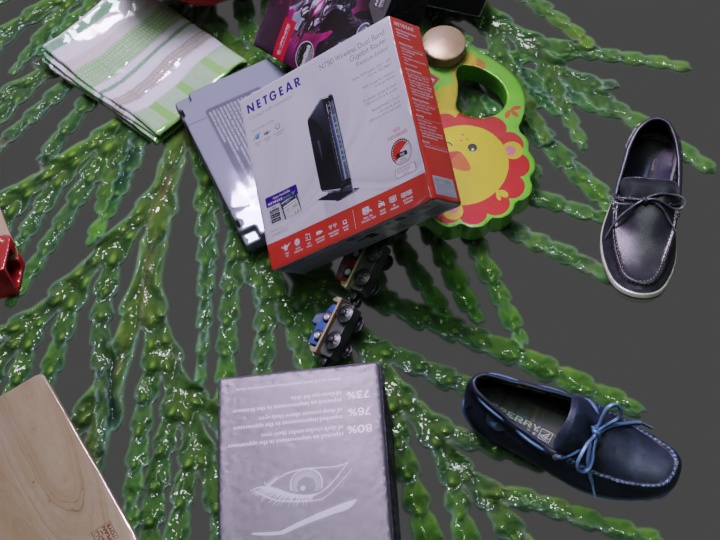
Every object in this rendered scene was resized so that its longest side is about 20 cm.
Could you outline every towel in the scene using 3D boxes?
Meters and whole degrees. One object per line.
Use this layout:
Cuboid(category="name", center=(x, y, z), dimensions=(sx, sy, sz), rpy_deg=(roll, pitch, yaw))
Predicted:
Cuboid(category="towel", center=(-0.245, -0.240, 1.412), dimensions=(0.200, 0.031, 0.149), rpy_deg=(35, 70, 25))

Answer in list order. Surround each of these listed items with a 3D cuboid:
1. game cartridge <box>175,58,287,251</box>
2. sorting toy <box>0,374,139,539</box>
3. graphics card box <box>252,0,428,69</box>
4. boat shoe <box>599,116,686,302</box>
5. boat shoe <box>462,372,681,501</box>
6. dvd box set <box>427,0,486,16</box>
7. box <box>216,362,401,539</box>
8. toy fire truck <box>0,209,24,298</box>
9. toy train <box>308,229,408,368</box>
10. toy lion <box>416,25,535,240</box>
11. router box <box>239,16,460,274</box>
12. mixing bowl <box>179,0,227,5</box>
Cuboid(category="game cartridge", center=(-0.097, -0.125, 1.311), dimensions=(0.133, 0.041, 0.201), rpy_deg=(-26, 63, -5))
Cuboid(category="sorting toy", center=(-0.316, 0.229, 1.109), dimensions=(0.198, 0.070, 0.200), rpy_deg=(-32, 60, -12))
Cuboid(category="graphics card box", center=(-0.025, -0.254, 1.288), dimensions=(0.200, 0.051, 0.126), rpy_deg=(38, 110, 45))
Cuboid(category="boat shoe", center=(0.275, -0.063, 1.213), dimensions=(0.074, 0.062, 0.201), rpy_deg=(9, 62, 11))
Cuboid(category="boat shoe", center=(0.179, 0.146, 1.092), dimensions=(0.199, 0.069, 0.084), rpy_deg=(14, 61, 15))
Cuboid(category="dvd box set", center=(0.068, -0.376, 1.414), dimensions=(0.146, 0.029, 0.201), rpy_deg=(10, 52, -11))
Cuboid(category="box", center=(-0.042, 0.193, 1.072), dimensions=(0.147, 0.104, 0.201), rpy_deg=(-5, 58, 4))
Cuboid(category="toy fire truck", center=(-0.429, -0.055, 1.312), dimensions=(0.140, 0.049, 0.201), rpy_deg=(-13, 57, -1))
Cuboid(category="toy train", center=(0.000, 0.000, 1.204), dimensions=(0.046, 0.034, 0.201), rpy_deg=(16, 74, 35))
Cuboid(category="toy lion", center=(0.101, -0.132, 1.285), dimensions=(0.191, 0.069, 0.200), rpy_deg=(33, 67, 17))
Cuboid(category="router box", center=(-0.015, -0.113, 1.184), dimensions=(0.199, 0.049, 0.180), rpy_deg=(-24, 72, 35))
Cuboid(category="mixing bowl", center=(-0.171, -0.375, 1.422), dimensions=(0.199, 0.108, 0.201), rpy_deg=(-20, 48, 24))
